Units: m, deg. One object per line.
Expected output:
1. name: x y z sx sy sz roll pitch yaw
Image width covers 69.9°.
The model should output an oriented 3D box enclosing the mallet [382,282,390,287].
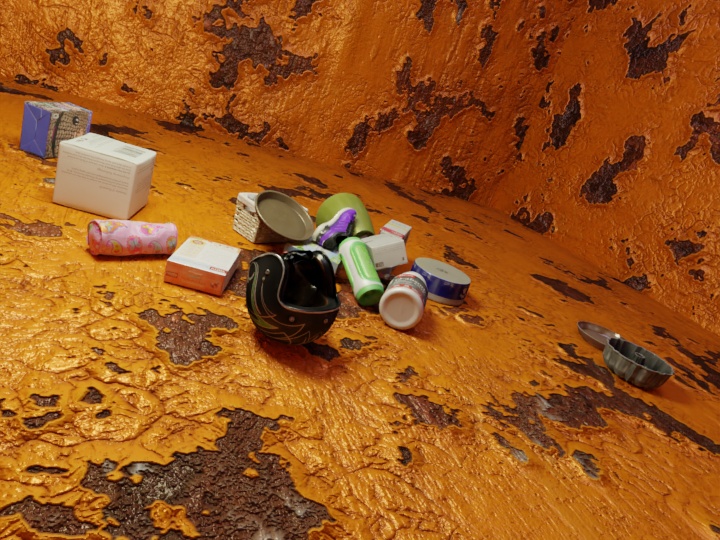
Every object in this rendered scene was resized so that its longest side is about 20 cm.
1. mallet: 0.073 0.051 1.546 0.066 0.041 0.200 32 18 35

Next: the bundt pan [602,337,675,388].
1. bundt pan: 0.830 0.287 1.564 0.202 0.076 0.202 18 19 -6

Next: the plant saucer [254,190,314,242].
1. plant saucer: -0.227 -0.157 1.526 0.200 0.029 0.200 28 36 -23

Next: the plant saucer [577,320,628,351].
1. plant saucer: 0.837 0.238 1.773 0.200 0.035 0.200 18 19 -6

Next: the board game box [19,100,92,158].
1. board game box: -1.017 -0.472 1.728 0.097 0.160 0.200 21 19 3

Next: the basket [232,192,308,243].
1. basket: -0.290 -0.165 1.647 0.136 0.124 0.200 33 24 33

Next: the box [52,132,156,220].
1. box: -0.707 -0.264 1.439 0.200 0.172 0.199 15 19 -11

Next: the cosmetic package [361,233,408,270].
1. cosmetic package: 0.068 -0.060 1.549 0.102 0.074 0.200 -14 11 -8

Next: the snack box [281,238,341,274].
1. snack box: -0.132 -0.052 1.573 0.168 0.068 0.200 21 21 3

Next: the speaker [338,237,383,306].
1. speaker: 0.000 0.000 1.448 0.088 0.088 0.200 7 44 -32

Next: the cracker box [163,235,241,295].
1. cracker box: -0.378 -0.016 1.253 0.134 0.058 0.200 16 18 -7

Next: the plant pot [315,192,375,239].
1. plant pot: -0.030 -0.138 1.746 0.187 0.187 0.200 7 26 -31

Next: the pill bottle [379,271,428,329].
1. pill bottle: 0.123 0.074 1.405 0.116 0.116 0.200 21 19 6

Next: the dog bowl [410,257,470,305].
1. dog bowl: 0.259 0.034 1.702 0.200 0.079 0.200 17 19 -6

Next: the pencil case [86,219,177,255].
1. pencil case: -0.540 -0.077 1.231 0.087 0.088 0.200 33 22 34

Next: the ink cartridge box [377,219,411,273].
1. ink cartridge box: 0.101 -0.081 1.761 0.083 0.145 0.200 22 20 8

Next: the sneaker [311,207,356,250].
1. sneaker: -0.056 -0.119 1.591 0.099 0.070 0.200 35 46 13

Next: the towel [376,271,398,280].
1. towel: 0.073 0.019 1.578 0.200 0.023 0.144 11 1 -41

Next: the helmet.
1. helmet: -0.141 0.059 1.074 0.200 0.191 0.200 -12 -5 -1
